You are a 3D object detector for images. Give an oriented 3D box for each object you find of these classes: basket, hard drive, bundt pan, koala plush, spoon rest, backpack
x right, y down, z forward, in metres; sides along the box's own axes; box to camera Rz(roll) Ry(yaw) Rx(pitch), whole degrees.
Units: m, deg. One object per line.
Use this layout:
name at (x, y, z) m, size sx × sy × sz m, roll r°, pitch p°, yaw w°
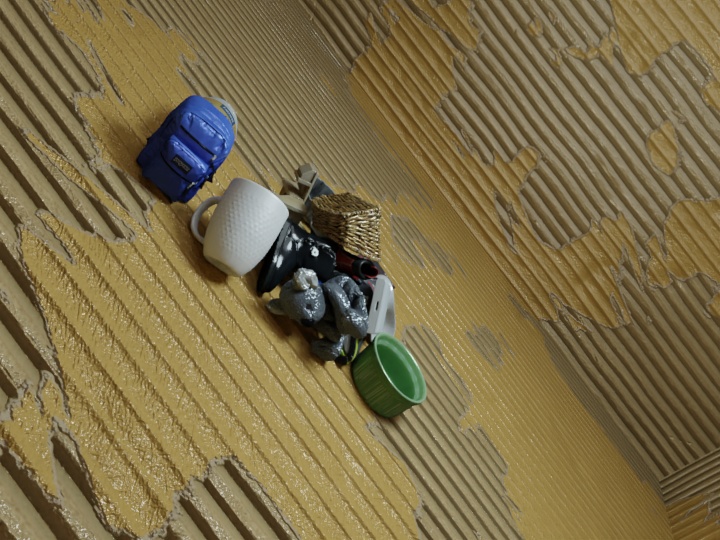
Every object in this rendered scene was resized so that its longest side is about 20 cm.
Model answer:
basket at (-0.046, -0.101, 1.597) m, size 0.140 × 0.153 × 0.199 m, roll -12°, pitch 25°, yaw -27°
hard drive at (0.048, 0.094, 1.592) m, size 0.026 × 0.136 × 0.200 m, roll 12°, pitch -4°, yaw 7°
bundt pan at (-0.131, -0.196, 1.912) m, size 0.201 × 0.075 × 0.204 m, roll 41°, pitch 25°, yaw -23°
koala plush at (-0.105, 0.078, 1.435) m, size 0.197 × 0.177 × 0.187 m, roll 20°, pitch 46°, yaw -30°
spoon rest at (0.062, 0.117, 1.729) m, size 0.098 × 0.060 × 0.206 m, roll -6°, pitch 99°, yaw -42°
backpack at (-0.374, -0.262, 1.378) m, size 0.162 × 0.199 × 0.170 m, roll 38°, pitch 25°, yaw -29°

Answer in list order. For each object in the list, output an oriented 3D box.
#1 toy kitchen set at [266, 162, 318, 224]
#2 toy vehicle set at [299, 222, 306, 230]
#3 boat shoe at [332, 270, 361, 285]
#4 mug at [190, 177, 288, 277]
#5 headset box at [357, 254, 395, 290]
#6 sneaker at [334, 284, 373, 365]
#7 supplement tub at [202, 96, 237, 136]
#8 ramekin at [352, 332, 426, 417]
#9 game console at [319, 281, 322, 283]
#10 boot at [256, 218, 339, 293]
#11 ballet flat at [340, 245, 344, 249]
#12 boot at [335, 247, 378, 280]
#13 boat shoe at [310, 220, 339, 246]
toy kitchen set at (-0.224, -0.228, 1.654) m, size 0.177 × 0.165 × 0.201 m, roll 22°, pitch 21°, yaw -25°
toy vehicle set at (-0.184, -0.072, 1.689) m, size 0.125 × 0.026 × 0.199 m, roll 54°, pitch 22°, yaw 6°
boat shoe at (-0.011, 0.066, 1.600) m, size 0.200 × 0.065 × 0.075 m, roll 50°, pitch 52°, yaw -32°
mug at (-0.280, -0.094, 1.364) m, size 0.196 × 0.178 × 0.148 m, roll 22°, pitch -18°, yaw 18°
headset box at (0.010, 0.033, 1.844) m, size 0.150 × 0.075 × 0.200 m, roll 54°, pitch 22°, yaw 2°
sneaker at (-0.015, 0.133, 1.553) m, size 0.072 × 0.205 × 0.081 m, roll 19°, pitch -2°, yaw 16°
supplement tub at (-0.387, -0.343, 1.545) m, size 0.145 × 0.144 × 0.201 m, roll 44°, pitch 24°, yaw -17°
ramekin at (0.069, 0.269, 1.577) m, size 0.199 × 0.097 × 0.202 m, roll 42°, pitch 24°, yaw -24°
game console at (-0.092, 0.058, 1.647) m, size 0.199 × 0.116 × 0.174 m, roll 41°, pitch 59°, yaw -36°
boot at (-0.142, -0.010, 1.487) m, size 0.166 × 0.076 × 0.204 m, roll 28°, pitch 62°, yaw -21°
ballet flat at (-0.055, -0.046, 1.781) m, size 0.055 × 0.068 × 0.200 m, roll 18°, pitch 2°, yaw -2°
boot at (0.000, 0.000, 1.642) m, size 0.142 × 0.074 × 0.199 m, roll 21°, pitch -4°, yaw 26°
boat shoe at (-0.110, -0.080, 1.728) m, size 0.074 × 0.061 × 0.201 m, roll 21°, pitch 16°, yaw -18°
